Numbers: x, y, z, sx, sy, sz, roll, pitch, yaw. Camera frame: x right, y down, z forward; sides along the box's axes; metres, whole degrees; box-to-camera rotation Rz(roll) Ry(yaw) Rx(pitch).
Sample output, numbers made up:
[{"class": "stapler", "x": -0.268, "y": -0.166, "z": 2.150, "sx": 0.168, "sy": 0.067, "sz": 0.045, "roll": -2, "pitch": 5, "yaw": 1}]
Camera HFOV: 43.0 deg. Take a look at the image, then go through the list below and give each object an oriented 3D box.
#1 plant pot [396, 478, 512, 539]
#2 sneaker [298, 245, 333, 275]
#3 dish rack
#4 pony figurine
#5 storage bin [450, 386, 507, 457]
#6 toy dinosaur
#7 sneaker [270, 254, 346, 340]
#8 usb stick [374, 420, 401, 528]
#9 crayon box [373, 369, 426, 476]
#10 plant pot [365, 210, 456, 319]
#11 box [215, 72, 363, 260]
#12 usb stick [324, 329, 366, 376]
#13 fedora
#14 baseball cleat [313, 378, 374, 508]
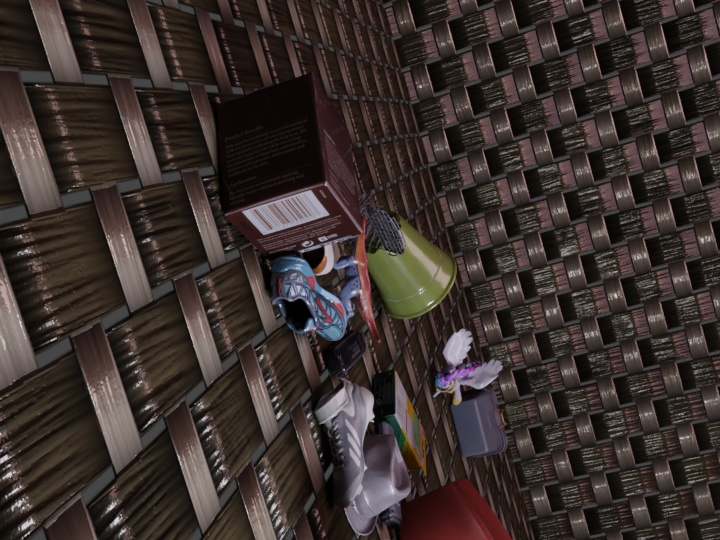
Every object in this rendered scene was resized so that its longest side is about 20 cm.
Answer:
[{"class": "plant pot", "x": 0.173, "y": 0.514, "z": 1.777, "sx": 0.178, "sy": 0.199, "sz": 0.200, "roll": 66, "pitch": 11, "yaw": 16}, {"class": "sneaker", "x": -0.087, "y": -0.093, "z": 1.591, "sx": 0.085, "sy": 0.072, "sz": 0.202, "roll": -3, "pitch": 80, "yaw": -79}, {"class": "dish rack", "x": 0.001, "y": -0.103, "z": 1.752, "sx": 0.055, "sy": 0.199, "sz": 0.154, "roll": -57, "pitch": 144, "yaw": -22}, {"class": "pony figurine", "x": 0.281, "y": 0.282, "z": 2.501, "sx": 0.167, "sy": 0.193, "sz": 0.200, "roll": 44, "pitch": 3, "yaw": 22}, {"class": "storage bin", "x": 0.345, "y": 0.450, "z": 2.668, "sx": 0.134, "sy": 0.144, "sz": 0.202, "roll": 0, "pitch": 75, "yaw": -66}, {"class": "toy dinosaur", "x": 0.000, "y": 0.000, "z": 1.677, "sx": 0.183, "sy": 0.199, "sz": 0.105, "roll": -64, "pitch": 167, "yaw": 16}, {"class": "sneaker", "x": -0.089, "y": 0.067, "z": 1.445, "sx": 0.200, "sy": 0.079, "sz": 0.096, "roll": 50, "pitch": 36, "yaw": -43}, {"class": "usb stick", "x": 0.050, "y": 0.376, "z": 1.697, "sx": 0.056, "sy": 0.032, "sz": 0.201, "roll": 60, "pitch": 20, "yaw": -50}, {"class": "crayon box", "x": 0.081, "y": 0.319, "z": 1.879, "sx": 0.126, "sy": 0.051, "sz": 0.201, "roll": -88, "pitch": 158, "yaw": -51}, {"class": "plant pot", "x": 0.086, "y": -0.028, "z": 2.048, "sx": 0.190, "sy": 0.199, "sz": 0.201, "roll": 49, "pitch": 26, "yaw": -36}, {"class": "box", "x": -0.106, "y": -0.152, "z": 1.381, "sx": 0.164, "sy": 0.164, "sz": 0.202, "roll": 50, "pitch": 29, "yaw": -59}, {"class": "usb stick", "x": -0.026, "y": 0.149, "z": 1.670, "sx": 0.056, "sy": 0.032, "sz": 0.200, "roll": 67, "pitch": 14, "yaw": -2}, {"class": "fedora", "x": 0.030, "y": 0.346, "z": 1.554, "sx": 0.200, "sy": 0.089, "sz": 0.179, "roll": -36, "pitch": 110, "yaw": -76}, {"class": "baseball cleat", "x": -0.036, "y": 0.271, "z": 1.452, "sx": 0.106, "sy": 0.070, "sz": 0.201, "roll": 29, "pitch": 51, "yaw": -25}]
